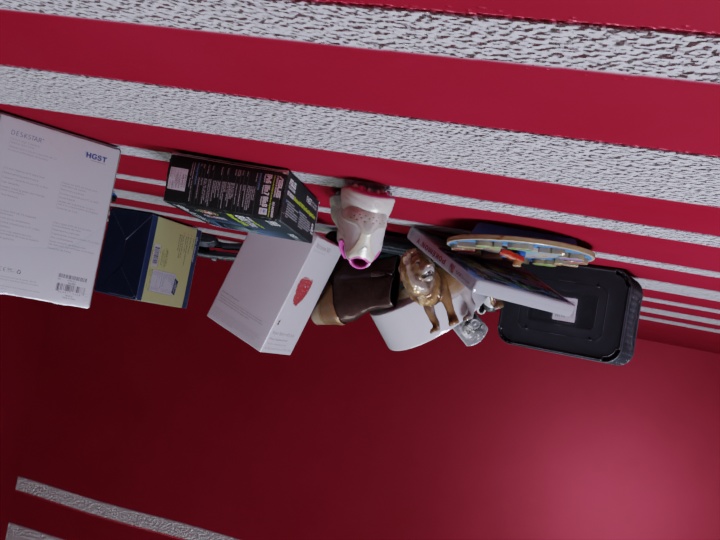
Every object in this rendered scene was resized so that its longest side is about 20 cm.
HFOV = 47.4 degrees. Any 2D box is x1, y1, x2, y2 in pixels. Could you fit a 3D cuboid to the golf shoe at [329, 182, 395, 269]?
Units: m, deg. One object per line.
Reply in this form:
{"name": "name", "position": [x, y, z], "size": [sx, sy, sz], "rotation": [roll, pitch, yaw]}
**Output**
{"name": "golf shoe", "position": [-0.006, -0.049, 0.992], "size": [0.073, 0.094, 0.200], "rotation": [9, 178, -3]}

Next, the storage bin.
{"name": "storage bin", "position": [0.327, 0.063, 1.281], "size": [0.196, 0.139, 0.093], "rotation": [9, 176, 33]}

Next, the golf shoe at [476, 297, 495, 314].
{"name": "golf shoe", "position": [0.213, 0.032, 1.527], "size": [0.071, 0.095, 0.200], "rotation": [6, 179, -7]}

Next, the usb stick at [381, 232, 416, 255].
{"name": "usb stick", "position": [0.066, -0.041, 1.338], "size": [0.195, 0.034, 0.055], "rotation": [10, 180, 11]}

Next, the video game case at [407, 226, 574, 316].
{"name": "video game case", "position": [0.187, 0.002, 1.185], "size": [0.196, 0.023, 0.182], "rotation": [15, -162, -34]}

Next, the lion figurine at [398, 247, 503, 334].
{"name": "lion figurine", "position": [0.137, 0.019, 1.246], "size": [0.072, 0.125, 0.198], "rotation": [-25, 171, 40]}

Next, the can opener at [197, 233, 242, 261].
{"name": "can opener", "position": [-0.367, -0.053, 2.224], "size": [0.195, 0.065, 0.079], "rotation": [12, 176, -3]}

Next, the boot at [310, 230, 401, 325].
{"name": "boot", "position": [0.000, 0.000, 1.396], "size": [0.163, 0.204, 0.072], "rotation": [-16, 137, 28]}

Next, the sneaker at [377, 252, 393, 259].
{"name": "sneaker", "position": [0.030, -0.016, 1.501], "size": [0.089, 0.079, 0.200], "rotation": [18, 179, 4]}

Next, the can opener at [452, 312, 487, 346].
{"name": "can opener", "position": [0.164, 0.054, 1.539], "size": [0.201, 0.053, 0.067], "rotation": [51, -173, -2]}

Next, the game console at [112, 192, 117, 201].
{"name": "game console", "position": [-0.591, -0.116, 1.543], "size": [0.168, 0.122, 0.198], "rotation": [9, 176, 36]}

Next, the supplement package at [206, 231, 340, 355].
{"name": "supplement package", "position": [-0.137, 0.018, 1.337], "size": [0.118, 0.204, 0.121], "rotation": [28, -177, 21]}

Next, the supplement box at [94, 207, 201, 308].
{"name": "supplement box", "position": [-0.509, -0.026, 1.982], "size": [0.131, 0.206, 0.199], "rotation": [9, 175, 24]}

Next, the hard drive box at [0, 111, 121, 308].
{"name": "hard drive box", "position": [-0.393, -0.069, 0.995], "size": [0.153, 0.206, 0.076], "rotation": [14, 175, -39]}

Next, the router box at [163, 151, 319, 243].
{"name": "router box", "position": [-0.142, -0.087, 1.036], "size": [0.146, 0.064, 0.200], "rotation": [9, 176, 9]}

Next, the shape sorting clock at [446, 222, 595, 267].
{"name": "shape sorting clock", "position": [0.211, -0.025, 1.088], "size": [0.195, 0.040, 0.200], "rotation": [12, 177, 1]}

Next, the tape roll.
{"name": "tape roll", "position": [0.114, 0.051, 1.378], "size": [0.199, 0.072, 0.203], "rotation": [-31, -170, 6]}
